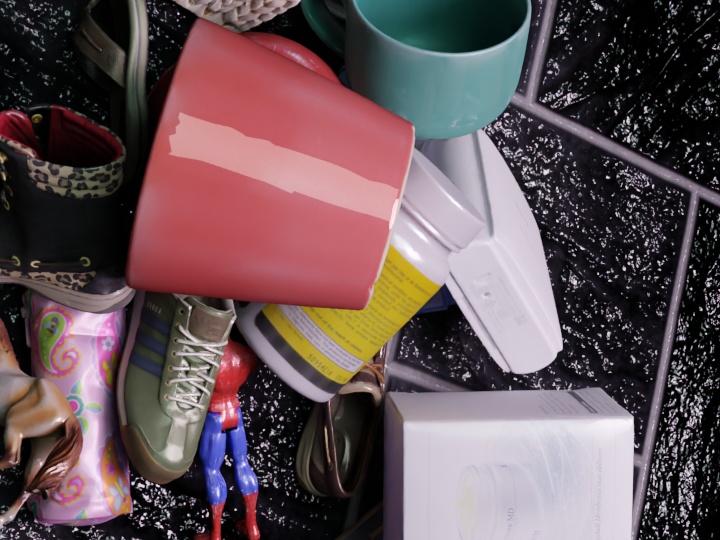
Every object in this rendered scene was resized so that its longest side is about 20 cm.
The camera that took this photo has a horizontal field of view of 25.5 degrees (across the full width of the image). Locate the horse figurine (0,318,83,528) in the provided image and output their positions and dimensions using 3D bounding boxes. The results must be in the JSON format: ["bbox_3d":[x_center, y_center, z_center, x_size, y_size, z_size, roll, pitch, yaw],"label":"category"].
[{"bbox_3d":[-0.273,0.109,1.192,0.133,0.199,0.050,-47,146,-24],"label":"horse figurine"}]

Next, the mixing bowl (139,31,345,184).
[{"bbox_3d":[-0.088,-0.117,1.308,0.198,0.108,0.203,1,76,-6],"label":"mixing bowl"}]

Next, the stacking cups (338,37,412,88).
[{"bbox_3d":[-0.006,-0.149,1.406,0.061,0.060,0.201,45,67,-20],"label":"stacking cups"}]

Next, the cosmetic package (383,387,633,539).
[{"bbox_3d":[0.122,0.211,1.362,0.198,0.123,0.202,-1,98,-5],"label":"cosmetic package"}]

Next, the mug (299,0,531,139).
[{"bbox_3d":[0.052,-0.194,1.341,0.151,0.115,0.185,-23,52,-25],"label":"mug"}]

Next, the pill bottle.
[{"bbox_3d":[0.000,0.000,1.293,0.114,0.114,0.200,41,100,-21],"label":"pill bottle"}]

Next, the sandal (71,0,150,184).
[{"bbox_3d":[-0.207,-0.172,1.305,0.057,0.080,0.203,-1,86,-18],"label":"sandal"}]

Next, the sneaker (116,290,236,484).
[{"bbox_3d":[-0.137,0.056,1.232,0.067,0.090,0.202,19,56,-32],"label":"sneaker"}]

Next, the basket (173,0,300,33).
[{"bbox_3d":[-0.094,-0.318,1.351,0.123,0.135,0.202,32,65,-28],"label":"basket"}]

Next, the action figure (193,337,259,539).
[{"bbox_3d":[-0.129,0.122,1.334,0.065,0.099,0.202,-12,113,-35],"label":"action figure"}]

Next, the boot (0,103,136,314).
[{"bbox_3d":[-0.258,-0.056,1.177,0.198,0.151,0.073,20,47,8],"label":"boot"}]

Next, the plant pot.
[{"bbox_3d":[-0.062,-0.062,1.158,0.175,0.200,0.202,15,75,-5],"label":"plant pot"}]

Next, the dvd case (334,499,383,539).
[{"bbox_3d":[0.069,0.264,1.464,0.199,0.016,0.150,-35,103,-30],"label":"dvd case"}]

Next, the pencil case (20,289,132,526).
[{"bbox_3d":[-0.225,0.100,1.259,0.087,0.087,0.202,0,85,-32],"label":"pencil case"}]

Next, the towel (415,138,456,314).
[{"bbox_3d":[0.016,-0.054,1.461,0.146,0.024,0.202,-8,89,-32],"label":"towel"}]

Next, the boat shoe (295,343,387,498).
[{"bbox_3d":[-0.004,0.101,1.393,0.072,0.072,0.202,19,81,-28],"label":"boat shoe"}]

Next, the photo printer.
[{"bbox_3d":[0.116,-0.030,1.434,0.167,0.069,0.201,56,19,-36],"label":"photo printer"}]
